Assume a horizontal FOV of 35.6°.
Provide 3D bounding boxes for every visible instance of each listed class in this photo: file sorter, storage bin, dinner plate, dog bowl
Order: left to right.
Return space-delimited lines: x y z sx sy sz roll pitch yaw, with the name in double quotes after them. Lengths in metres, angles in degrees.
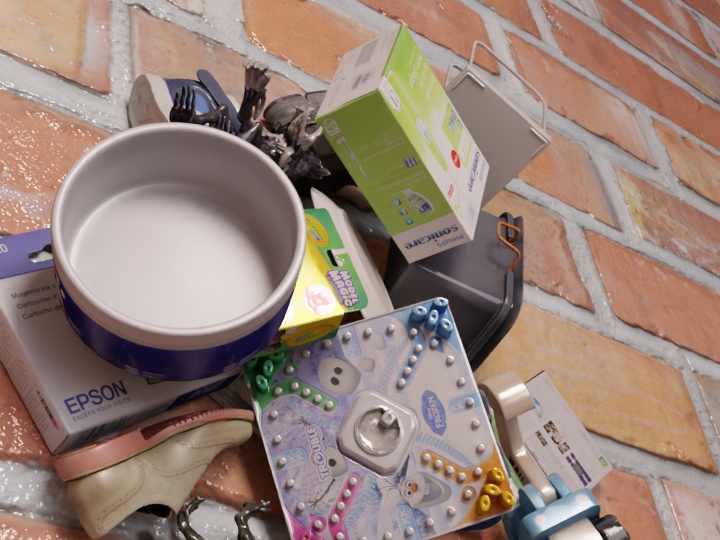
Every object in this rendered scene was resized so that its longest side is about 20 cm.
-0.145 -0.017 0.897 0.197 0.079 0.202 6 56 -10 "dog bowl"
0.000 0.000 1.181 0.202 0.024 0.200 62 6 -12 "dinner plate"
0.108 -0.007 1.311 0.133 0.146 0.201 26 38 -13 "storage bin"
0.126 -0.170 1.426 0.138 0.200 0.125 37 33 -14 "file sorter"

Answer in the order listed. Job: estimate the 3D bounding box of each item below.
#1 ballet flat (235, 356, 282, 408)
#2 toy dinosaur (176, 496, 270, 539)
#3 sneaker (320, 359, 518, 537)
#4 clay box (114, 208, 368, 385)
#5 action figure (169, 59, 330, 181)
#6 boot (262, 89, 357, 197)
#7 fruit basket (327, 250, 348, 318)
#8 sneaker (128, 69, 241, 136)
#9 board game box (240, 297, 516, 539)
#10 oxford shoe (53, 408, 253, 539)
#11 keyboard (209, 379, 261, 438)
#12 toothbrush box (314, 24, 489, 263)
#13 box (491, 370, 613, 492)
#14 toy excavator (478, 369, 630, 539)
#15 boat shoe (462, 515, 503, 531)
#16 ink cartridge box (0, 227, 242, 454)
-0.020 0.094 1.060 0.198 0.070 0.070 -1 55 -30 "ballet flat"
-0.113 0.228 0.902 0.198 0.047 0.089 21 49 -30 "toy dinosaur"
0.032 0.162 1.024 0.200 0.077 0.148 -11 77 -16 "sneaker"
-0.102 0.017 0.966 0.198 0.048 0.116 -12 61 -24 "clay box"
-0.093 -0.141 1.111 0.118 0.103 0.199 36 22 22 "action figure"
-0.009 -0.161 1.343 0.198 0.070 0.133 -2 56 -28 "boot"
-0.067 -0.025 1.157 0.186 0.093 0.200 53 27 -3 "fruit basket"
-0.153 -0.120 1.167 0.145 0.081 0.202 9 44 -38 "sneaker"
0.016 0.139 0.977 0.197 0.026 0.202 -15 74 -11 "board game box"
-0.158 0.160 0.911 0.199 0.070 0.075 -12 83 -50 "oxford shoe"
-0.076 0.145 1.055 0.200 0.011 0.056 41 34 -11 "keyboard"
0.050 -0.136 1.211 0.201 0.085 0.146 56 31 -26 "toothbrush box"
0.200 0.207 1.280 0.145 0.036 0.199 56 33 11 "box"
0.178 0.227 1.130 0.099 0.196 0.201 -23 49 -15 "toy excavator"
0.067 0.184 1.120 0.199 0.072 0.073 38 30 -18 "boat shoe"
-0.223 0.036 0.962 0.195 0.043 0.201 -18 72 -50 "ink cartridge box"
